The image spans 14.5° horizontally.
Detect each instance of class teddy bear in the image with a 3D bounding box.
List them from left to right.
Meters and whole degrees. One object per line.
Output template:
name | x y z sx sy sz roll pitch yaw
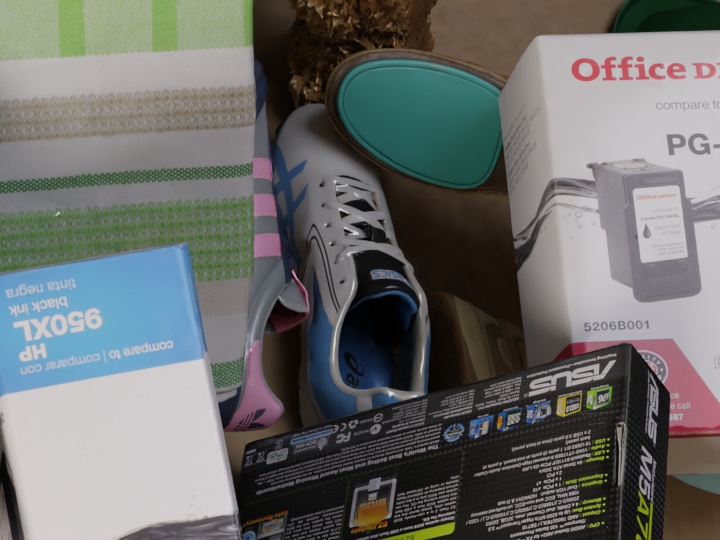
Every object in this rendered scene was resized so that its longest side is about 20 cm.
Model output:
teddy bear | 0.009 -0.163 1.405 0.067 0.200 0.145 30 65 13

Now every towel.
towel | -0.118 -0.037 1.193 0.149 0.200 0.031 -4 20 -18

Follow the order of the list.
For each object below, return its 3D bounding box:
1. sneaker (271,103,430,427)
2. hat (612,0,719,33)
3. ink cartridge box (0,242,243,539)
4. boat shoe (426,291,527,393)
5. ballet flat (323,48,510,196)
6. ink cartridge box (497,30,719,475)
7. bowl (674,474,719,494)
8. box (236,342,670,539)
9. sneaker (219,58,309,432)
sneaker | 0.000 0.000 1.366 0.072 0.072 0.200 13 52 -32
hat | 0.273 -0.130 1.615 0.200 0.176 0.166 23 48 -27
ink cartridge box | -0.097 0.104 1.110 0.084 0.145 0.200 -10 81 -13
boat shoe | 0.068 0.100 1.353 0.064 0.071 0.200 16 51 -31
ballet flat | 0.070 -0.074 1.426 0.200 0.068 0.072 10 17 -16
ink cartridge box | 0.151 -0.010 1.328 0.145 0.083 0.200 -2 72 -9
bowl | 0.203 0.038 1.454 0.201 0.105 0.201 -2 48 3
box | 0.031 0.137 1.202 0.048 0.200 0.193 49 35 -41
sneaker | -0.060 -0.011 1.324 0.082 0.070 0.200 25 56 -19
